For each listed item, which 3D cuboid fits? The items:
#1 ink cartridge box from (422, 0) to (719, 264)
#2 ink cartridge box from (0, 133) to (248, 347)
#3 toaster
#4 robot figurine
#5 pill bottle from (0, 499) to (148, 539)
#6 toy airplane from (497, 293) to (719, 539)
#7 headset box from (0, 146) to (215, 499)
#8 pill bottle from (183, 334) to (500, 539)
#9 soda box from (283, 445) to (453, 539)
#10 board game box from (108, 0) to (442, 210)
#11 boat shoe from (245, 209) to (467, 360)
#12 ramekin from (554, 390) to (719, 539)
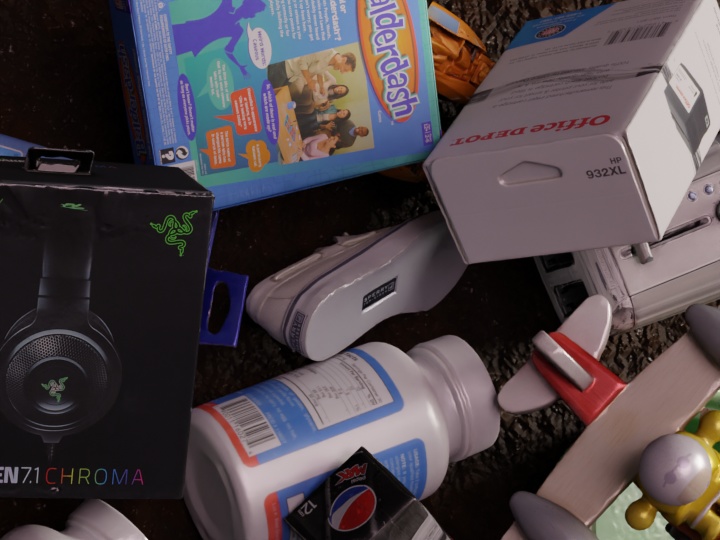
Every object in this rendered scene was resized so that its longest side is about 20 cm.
[{"bbox_3d":[0.150,-0.096,1.363,0.200,0.145,0.084,-54,129,-48],"label":"ink cartridge box"},{"bbox_3d":[-0.174,0.004,1.327,0.200,0.076,0.137,16,75,-22],"label":"ink cartridge box"},{"bbox_3d":[0.198,-0.021,1.447,0.129,0.200,0.114,-21,90,-8],"label":"toaster"},{"bbox_3d":[0.013,-0.136,1.405,0.200,0.058,0.145,28,87,-38],"label":"robot figurine"},{"bbox_3d":[-0.209,0.231,1.250,0.111,0.111,0.200,48,66,-9],"label":"pill bottle"},{"bbox_3d":[0.183,0.108,1.319,0.199,0.141,0.200,-1,95,-3],"label":"toy airplane"},{"bbox_3d":[-0.185,0.025,1.216,0.174,0.093,0.200,4,102,-19],"label":"headset box"},{"bbox_3d":[-0.012,0.113,1.358,0.200,0.112,0.112,-18,88,-25],"label":"pill bottle"},{"bbox_3d":[0.036,0.200,1.329,0.071,0.063,0.200,-43,135,-5],"label":"soda box"},{"bbox_3d":[-0.051,-0.126,1.308,0.200,0.045,0.152,-14,107,-22],"label":"board game box"},{"bbox_3d":[0.000,0.000,1.404,0.200,0.070,0.071,-30,135,-44],"label":"boat shoe"},{"bbox_3d":[0.222,0.186,1.456,0.200,0.098,0.200,4,79,-23],"label":"ramekin"}]
